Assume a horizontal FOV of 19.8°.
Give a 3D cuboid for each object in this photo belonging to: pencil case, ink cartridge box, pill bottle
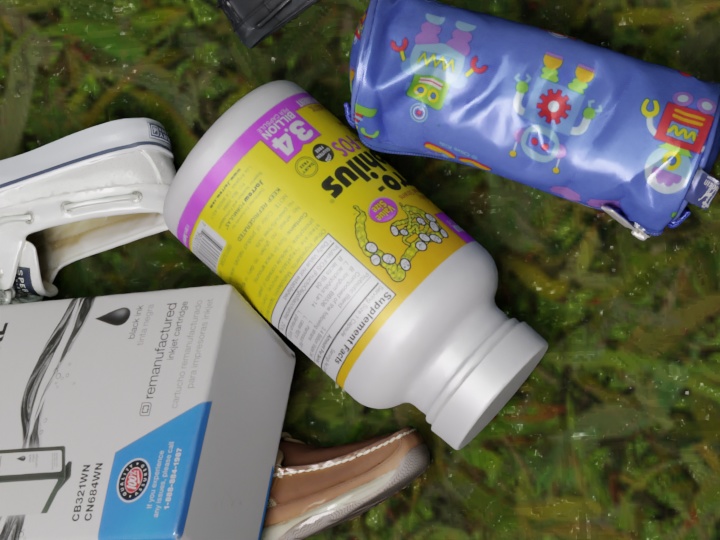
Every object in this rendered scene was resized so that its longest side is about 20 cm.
[{"bbox_3d":[0.088,-0.079,1.050,0.199,0.078,0.087,18,88,6],"label":"pencil case"},{"bbox_3d":[-0.149,0.095,1.077,0.199,0.084,0.146,-6,57,25],"label":"ink cartridge box"},{"bbox_3d":[0.000,0.000,1.072,0.200,0.104,0.104,41,100,10],"label":"pill bottle"}]

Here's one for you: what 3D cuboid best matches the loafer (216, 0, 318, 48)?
[{"bbox_3d":[0.014,-0.177,1.088,0.200,0.068,0.071,-20,96,18],"label":"loafer"}]

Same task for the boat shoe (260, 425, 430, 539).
[{"bbox_3d":[-0.061,0.117,1.107,0.199,0.076,0.072,-21,84,12],"label":"boat shoe"}]

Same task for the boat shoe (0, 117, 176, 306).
[{"bbox_3d":[-0.189,-0.008,1.135,0.201,0.075,0.086,-20,69,8],"label":"boat shoe"}]
